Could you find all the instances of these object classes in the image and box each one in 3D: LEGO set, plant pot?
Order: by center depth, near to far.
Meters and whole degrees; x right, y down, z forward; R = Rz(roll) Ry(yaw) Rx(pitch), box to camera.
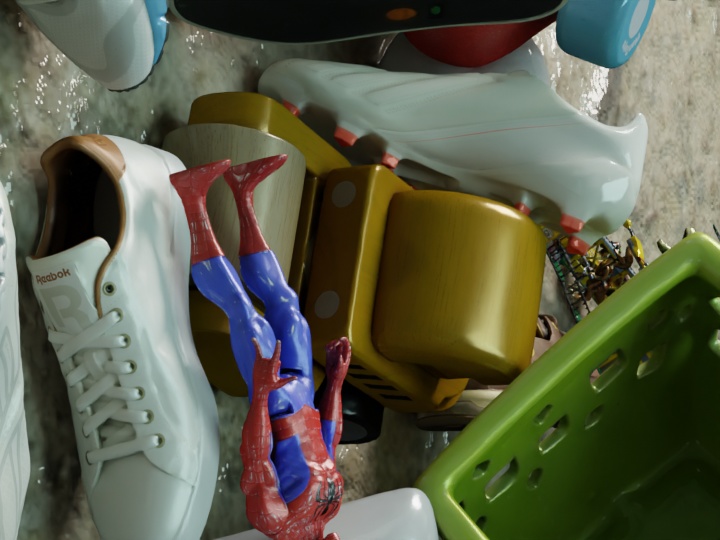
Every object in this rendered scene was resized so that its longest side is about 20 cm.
[{"bbox_3d":[0.164,0.134,1.444,0.200,0.199,0.182,-41,160,-8],"label":"plant pot"},{"bbox_3d":[0.190,0.012,1.674,0.154,0.116,0.200,50,12,-24],"label":"LEGO set"}]

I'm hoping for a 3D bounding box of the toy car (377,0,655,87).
[{"bbox_3d":[0.067,-0.124,1.570,0.177,0.184,0.200,-46,154,-52],"label":"toy car"}]

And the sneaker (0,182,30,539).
[{"bbox_3d":[-0.171,0.052,1.216,0.081,0.075,0.200,24,68,-70],"label":"sneaker"}]

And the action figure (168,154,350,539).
[{"bbox_3d":[-0.035,0.048,1.313,0.065,0.052,0.200,-8,86,-57],"label":"action figure"}]

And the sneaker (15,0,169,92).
[{"bbox_3d":[-0.159,-0.150,1.265,0.200,0.075,0.087,58,47,-25],"label":"sneaker"}]

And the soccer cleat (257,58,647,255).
[{"bbox_3d":[0.047,-0.073,1.470,0.069,0.200,0.078,79,33,-69],"label":"soccer cleat"}]

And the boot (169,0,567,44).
[{"bbox_3d":[-0.003,-0.191,1.433,0.072,0.200,0.144,105,-21,-72],"label":"boot"}]

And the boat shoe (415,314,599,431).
[{"bbox_3d":[0.097,0.055,1.639,0.200,0.072,0.068,5,81,-58],"label":"boat shoe"}]

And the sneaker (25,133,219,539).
[{"bbox_3d":[-0.117,0.035,1.303,0.085,0.073,0.200,18,59,-54],"label":"sneaker"}]

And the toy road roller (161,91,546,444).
[{"bbox_3d":[0.000,0.000,1.418,0.200,0.146,0.123,36,56,-51],"label":"toy road roller"}]

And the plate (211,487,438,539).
[{"bbox_3d":[-0.038,0.217,1.332,0.200,0.032,0.200,-13,98,-21],"label":"plate"}]
